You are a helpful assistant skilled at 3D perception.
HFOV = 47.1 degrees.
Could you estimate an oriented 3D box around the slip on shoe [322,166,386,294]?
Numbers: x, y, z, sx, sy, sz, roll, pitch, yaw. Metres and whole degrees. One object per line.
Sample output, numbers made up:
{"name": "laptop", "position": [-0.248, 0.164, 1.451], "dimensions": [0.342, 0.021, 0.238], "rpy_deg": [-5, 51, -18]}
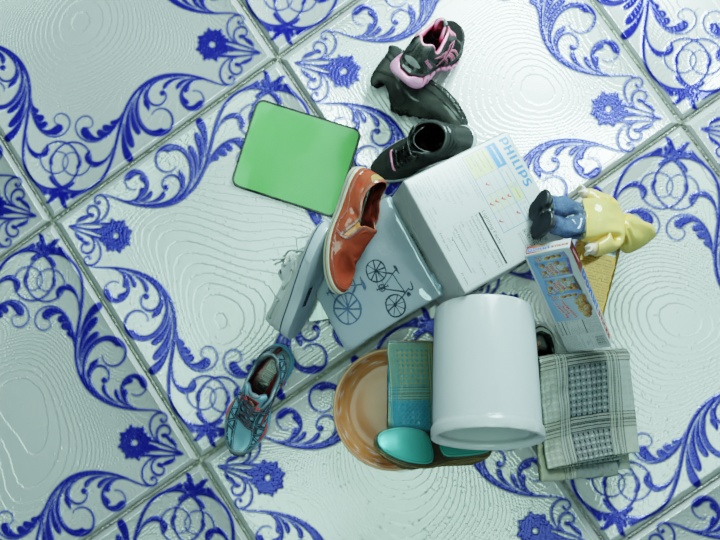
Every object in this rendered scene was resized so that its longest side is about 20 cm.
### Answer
{"name": "slip on shoe", "position": [-0.008, -0.059, 1.281], "dimensions": [0.061, 0.074, 0.202], "rpy_deg": [18, 94, 34]}

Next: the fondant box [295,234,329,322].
{"name": "fondant box", "position": [0.000, 0.000, 1.391], "dimensions": [0.198, 0.058, 0.146], "rpy_deg": [-10, 85, 4]}

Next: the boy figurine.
{"name": "boy figurine", "position": [0.357, -0.075, 1.262], "dimensions": [0.198, 0.065, 0.126], "rpy_deg": [8, 58, -20]}

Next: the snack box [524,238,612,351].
{"name": "snack box", "position": [0.318, 0.042, 1.260], "dimensions": [0.071, 0.024, 0.201], "rpy_deg": [-11, 124, 32]}

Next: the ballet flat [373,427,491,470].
{"name": "ballet flat", "position": [0.111, 0.289, 1.316], "dimensions": [0.198, 0.073, 0.068], "rpy_deg": [0, 55, -16]}

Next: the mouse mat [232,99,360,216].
{"name": "mouse mat", "position": [-0.112, -0.196, 1.440], "dimensions": [0.198, 0.008, 0.163], "rpy_deg": [18, 88, 8]}

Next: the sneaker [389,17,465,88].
{"name": "sneaker", "position": [0.127, -0.372, 1.342], "dimensions": [0.079, 0.200, 0.096], "rpy_deg": [36, 135, 5]}

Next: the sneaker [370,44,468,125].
{"name": "sneaker", "position": [0.100, -0.288, 1.399], "dimensions": [0.200, 0.076, 0.091], "rpy_deg": [45, 101, 14]}

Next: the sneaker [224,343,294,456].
{"name": "sneaker", "position": [-0.181, 0.214, 1.376], "dimensions": [0.079, 0.096, 0.202], "rpy_deg": [22, 89, 7]}

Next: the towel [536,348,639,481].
{"name": "towel", "position": [0.359, 0.229, 1.308], "dimensions": [0.191, 0.034, 0.203], "rpy_deg": [-1, 88, -27]}

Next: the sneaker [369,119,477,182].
{"name": "sneaker", "position": [0.082, -0.198, 1.346], "dimensions": [0.198, 0.099, 0.072], "rpy_deg": [-15, 80, 32]}

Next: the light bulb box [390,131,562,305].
{"name": "light bulb box", "position": [0.181, -0.079, 1.316], "dimensions": [0.199, 0.125, 0.200], "rpy_deg": [-27, 84, -17]}

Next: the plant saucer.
{"name": "plant saucer", "position": [0.054, 0.230, 1.381], "dimensions": [0.198, 0.037, 0.203], "rpy_deg": [0, 86, 5]}

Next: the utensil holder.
{"name": "utensil holder", "position": [0.190, 0.157, 1.256], "dimensions": [0.168, 0.170, 0.202], "rpy_deg": [-1, 66, 6]}

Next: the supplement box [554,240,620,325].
{"name": "supplement box", "position": [0.375, 0.006, 1.348], "dimensions": [0.068, 0.067, 0.202], "rpy_deg": [13, 87, 7]}

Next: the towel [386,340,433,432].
{"name": "towel", "position": [0.137, 0.190, 1.347], "dimensions": [0.198, 0.022, 0.149], "rpy_deg": [2, 82, -12]}

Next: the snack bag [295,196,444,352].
{"name": "snack bag", "position": [0.012, 0.002, 1.328], "dimensions": [0.199, 0.021, 0.190], "rpy_deg": [-32, 81, 19]}

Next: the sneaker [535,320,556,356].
{"name": "sneaker", "position": [0.283, 0.184, 1.340], "dimensions": [0.073, 0.080, 0.203], "rpy_deg": [-1, 88, 4]}

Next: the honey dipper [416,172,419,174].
{"name": "honey dipper", "position": [0.109, -0.079, 1.398], "dimensions": [0.038, 0.038, 0.202], "rpy_deg": [-11, 81, 5]}

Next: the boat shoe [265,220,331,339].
{"name": "boat shoe", "position": [-0.106, 0.003, 1.328], "dimensions": [0.086, 0.074, 0.204], "rpy_deg": [29, 111, 21]}
